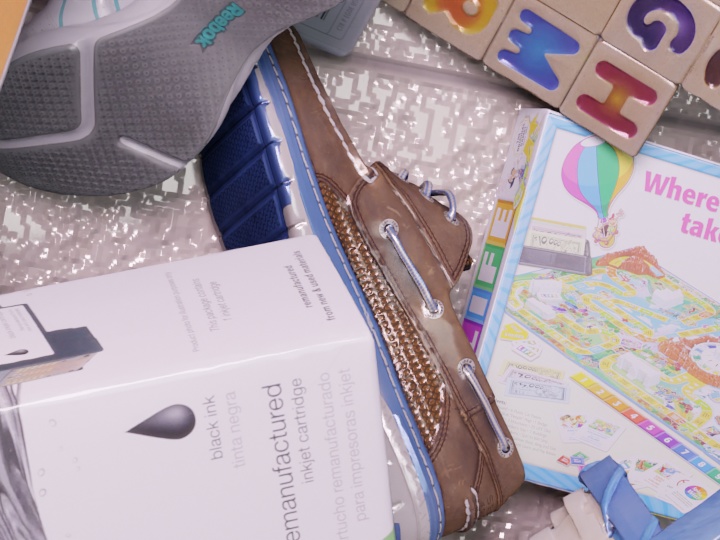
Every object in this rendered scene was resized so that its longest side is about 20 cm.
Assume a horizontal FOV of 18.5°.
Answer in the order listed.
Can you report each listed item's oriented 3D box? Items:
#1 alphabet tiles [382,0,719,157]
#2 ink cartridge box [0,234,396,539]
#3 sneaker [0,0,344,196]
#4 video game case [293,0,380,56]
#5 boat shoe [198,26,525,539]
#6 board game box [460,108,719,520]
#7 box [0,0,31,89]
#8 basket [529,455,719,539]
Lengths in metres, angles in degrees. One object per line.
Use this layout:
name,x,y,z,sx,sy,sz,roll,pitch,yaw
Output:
alphabet tiles,0.077,-0.138,0.766,0.200,0.006,0.167,32,122,5
ink cartridge box,-0.094,0.085,0.704,0.199,0.084,0.147,-12,115,-10
sneaker,-0.057,-0.095,0.745,0.070,0.080,0.200,36,127,-26
video game case,-0.053,-0.183,0.741,0.199,0.022,0.182,22,124,-14
boat shoe,0.000,0.000,0.792,0.072,0.072,0.201,-18,88,-25
board game box,0.138,0.030,0.849,0.199,0.034,0.135,16,91,-15
box,-0.148,-0.126,0.639,0.124,0.098,0.200,16,119,-15
basket,0.138,0.140,0.789,0.200,0.139,0.176,-39,133,2
